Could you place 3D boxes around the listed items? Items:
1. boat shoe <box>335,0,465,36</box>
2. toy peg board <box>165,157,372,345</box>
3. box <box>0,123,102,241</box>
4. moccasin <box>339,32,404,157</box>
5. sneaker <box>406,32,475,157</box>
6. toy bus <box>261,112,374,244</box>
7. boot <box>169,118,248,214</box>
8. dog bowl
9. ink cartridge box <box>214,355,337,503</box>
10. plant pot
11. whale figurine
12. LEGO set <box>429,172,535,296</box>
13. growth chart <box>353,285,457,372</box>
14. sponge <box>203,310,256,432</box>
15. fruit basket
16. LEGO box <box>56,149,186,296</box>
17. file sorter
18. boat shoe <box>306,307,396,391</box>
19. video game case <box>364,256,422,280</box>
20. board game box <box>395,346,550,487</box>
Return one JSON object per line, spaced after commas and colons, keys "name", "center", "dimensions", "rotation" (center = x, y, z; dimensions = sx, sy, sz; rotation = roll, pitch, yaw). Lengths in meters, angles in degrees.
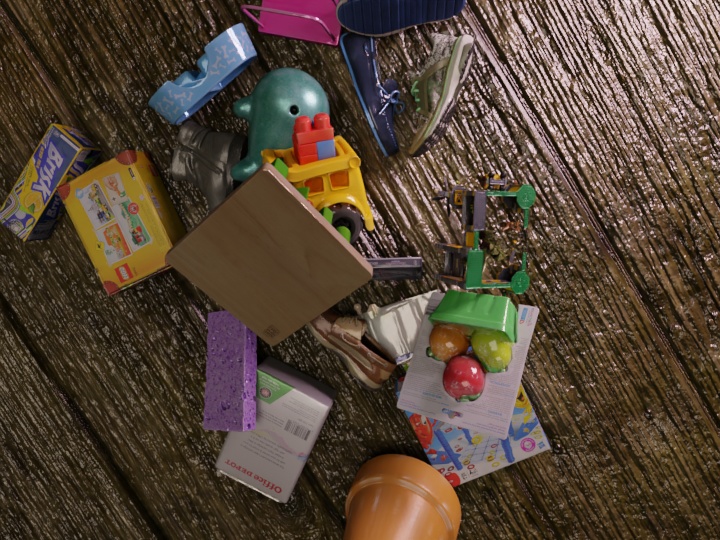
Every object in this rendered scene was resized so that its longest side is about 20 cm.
{"name": "boat shoe", "center": [0.057, -0.414, 0.816], "dimensions": [0.196, 0.073, 0.073], "rotation": [-7, 58, -5]}
{"name": "toy peg board", "center": [-0.116, -0.031, 0.731], "dimensions": [0.198, 0.099, 0.200], "rotation": [-34, 117, 24]}
{"name": "box", "center": [-0.544, -0.152, 0.935], "dimensions": [0.070, 0.064, 0.201], "rotation": [38, 100, 0]}
{"name": "moccasin", "center": [0.028, -0.283, 0.837], "dimensions": [0.067, 0.081, 0.203], "rotation": [-20, 97, 5]}
{"name": "sneaker", "center": [0.108, -0.279, 0.841], "dimensions": [0.088, 0.077, 0.203], "rotation": [25, 96, 16]}
{"name": "toy bus", "center": [-0.090, -0.132, 0.797], "dimensions": [0.197, 0.136, 0.195], "rotation": [-16, 126, -10]}
{"name": "boot", "center": [-0.264, -0.146, 0.908], "dimensions": [0.128, 0.068, 0.204], "rotation": [13, 93, 9]}
{"name": "dog bowl", "center": [-0.248, -0.308, 0.855], "dimensions": [0.199, 0.112, 0.050], "rotation": [-36, 107, 10]}
{"name": "ink cartridge box", "center": [-0.147, 0.278, 0.941], "dimensions": [0.143, 0.088, 0.203], "rotation": [25, 99, 4]}
{"name": "plant pot", "center": [0.050, 0.441, 0.866], "dimensions": [0.197, 0.183, 0.204], "rotation": [8, 113, 19]}
{"name": "whale figurine", "center": [-0.128, -0.216, 0.837], "dimensions": [0.158, 0.104, 0.202], "rotation": [30, 94, -20]}
{"name": "LEGO set", "center": [0.189, -0.055, 0.856], "dimensions": [0.151, 0.116, 0.204], "rotation": [-10, 103, -21]}
{"name": "growth chart", "center": [0.098, 0.107, 0.919], "dimensions": [0.196, 0.018, 0.147], "rotation": [-13, 97, 9]}
{"name": "sponge", "center": [-0.221, 0.166, 0.907], "dimensions": [0.110, 0.030, 0.204], "rotation": [-9, 77, 39]}
{"name": "fruit basket", "center": [0.164, 0.137, 0.820], "dimensions": [0.183, 0.094, 0.203], "rotation": [5, 71, 36]}
{"name": "LEGO box", "center": [-0.399, -0.082, 0.920], "dimensions": [0.147, 0.077, 0.203], "rotation": [-23, 96, 10]}
{"name": "file sorter", "center": [-0.090, -0.466, 0.796], "dimensions": [0.136, 0.125, 0.204], "rotation": [13, 100, 7]}
{"name": "boat shoe", "center": [-0.017, 0.108, 0.901], "dimensions": [0.074, 0.076, 0.200], "rotation": [-42, 95, 18]}
{"name": "video game case", "center": [0.000, 0.000, 0.852], "dimensions": [0.196, 0.143, 0.019], "rotation": [-1, 82, 7]}
{"name": "board game box", "center": [0.187, 0.241, 0.902], "dimensions": [0.198, 0.056, 0.198], "rotation": [-26, 100, 10]}
